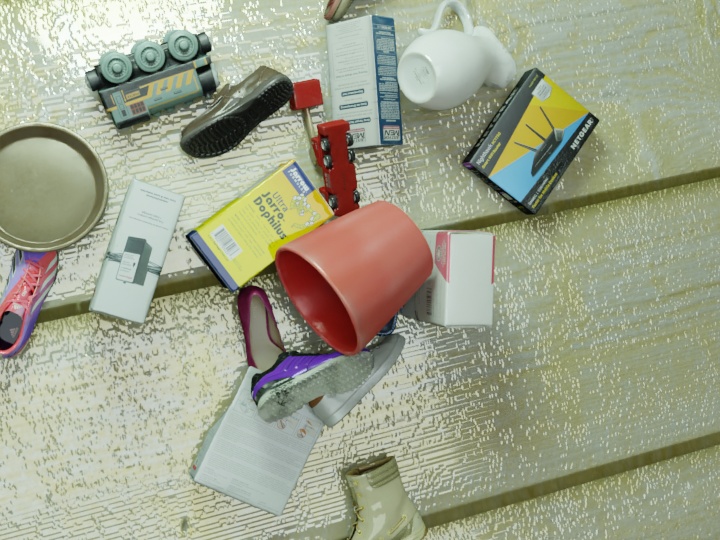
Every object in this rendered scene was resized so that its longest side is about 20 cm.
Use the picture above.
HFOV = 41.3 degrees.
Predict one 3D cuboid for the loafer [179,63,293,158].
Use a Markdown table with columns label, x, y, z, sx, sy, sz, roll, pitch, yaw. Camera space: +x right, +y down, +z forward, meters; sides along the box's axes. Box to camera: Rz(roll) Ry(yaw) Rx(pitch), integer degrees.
| label | x | y | z | sx | sy | sz | roll | pitch | yaw |
| --- | --- | --- | --- | --- | --- | --- | --- | --- | --- |
| loafer | -0.199 | -0.250 | 1.497 | 0.200 | 0.071 | 0.073 | -34 | 145 | -4 |

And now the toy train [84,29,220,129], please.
| label | x | y | z | sx | sy | sz | roll | pitch | yaw |
| --- | --- | --- | --- | --- | --- | --- | --- | --- | --- |
| toy train | -0.313 | -0.294 | 1.455 | 0.200 | 0.085 | 0.114 | -23 | 111 | -14 |

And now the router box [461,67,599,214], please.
| label | x | y | z | sx | sy | sz | roll | pitch | yaw |
| --- | --- | --- | --- | --- | --- | --- | --- | --- | --- |
| router box | 0.288 | -0.217 | 1.619 | 0.149 | 0.051 | 0.200 | 36 | 84 | -12 |

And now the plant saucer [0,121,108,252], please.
| label | x | y | z | sx | sy | sz | roll | pitch | yaw |
| --- | --- | --- | --- | --- | --- | --- | --- | --- | --- |
| plant saucer | -0.479 | -0.123 | 1.425 | 0.199 | 0.029 | 0.201 | 3 | 79 | -15 |

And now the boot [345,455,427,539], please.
| label | x | y | z | sx | sy | sz | roll | pitch | yaw |
| --- | --- | --- | --- | --- | --- | --- | --- | --- | --- |
| boot | -0.003 | 0.408 | 1.569 | 0.200 | 0.073 | 0.156 | -24 | 99 | -13 |

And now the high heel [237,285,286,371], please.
| label | x | y | z | sx | sy | sz | roll | pitch | yaw |
| --- | --- | --- | --- | --- | --- | --- | --- | --- | --- |
| high heel | -0.146 | 0.118 | 1.506 | 0.067 | 0.096 | 0.201 | -14 | 96 | -13 |

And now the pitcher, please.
| label | x | y | z | sx | sy | sz | roll | pitch | yaw |
| --- | --- | --- | --- | --- | --- | --- | --- | --- | --- |
| pitcher | 0.139 | -0.349 | 1.529 | 0.200 | 0.121 | 0.172 | -27 | 83 | -42 |

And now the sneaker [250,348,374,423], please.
| label | x | y | z | sx | sy | sz | roll | pitch | yaw |
| --- | --- | --- | --- | --- | --- | --- | --- | --- | --- |
| sneaker | -0.080 | 0.152 | 1.478 | 0.200 | 0.100 | 0.070 | -21 | 127 | -15 |

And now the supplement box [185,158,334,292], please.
| label | x | y | z | sx | sy | sz | roll | pitch | yaw |
| --- | --- | --- | --- | --- | --- | --- | --- | --- | --- |
| supplement box | -0.158 | -0.070 | 1.486 | 0.200 | 0.109 | 0.110 | -38 | 101 | -9 |

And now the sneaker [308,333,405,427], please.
| label | x | y | z | sx | sy | sz | roll | pitch | yaw |
| --- | --- | --- | --- | --- | --- | --- | --- | --- | --- |
| sneaker | -0.009 | 0.155 | 1.542 | 0.085 | 0.073 | 0.200 | 47 | 63 | -1 |

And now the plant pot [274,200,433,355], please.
| label | x | y | z | sx | sy | sz | roll | pitch | yaw |
| --- | --- | --- | --- | --- | --- | --- | --- | --- | --- |
| plant pot | 0.000 | 0.000 | 1.430 | 0.177 | 0.200 | 0.201 | -36 | 101 | -21 |

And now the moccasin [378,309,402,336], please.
| label | x | y | z | sx | sy | sz | roll | pitch | yaw |
| --- | --- | --- | --- | --- | --- | --- | --- | --- | --- |
| moccasin | 0.026 | 0.010 | 1.557 | 0.080 | 0.068 | 0.201 | -10 | 95 | -13 |

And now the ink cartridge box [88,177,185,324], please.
| label | x | y | z | sx | sy | sz | roll | pitch | yaw |
| --- | --- | --- | --- | --- | --- | --- | --- | --- | --- |
| ink cartridge box | -0.335 | -0.029 | 1.426 | 0.083 | 0.147 | 0.201 | 19 | 89 | -15 |

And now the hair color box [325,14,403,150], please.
| label | x | y | z | sx | sy | sz | roll | pitch | yaw |
| --- | --- | --- | --- | --- | --- | --- | --- | --- | --- |
| hair color box | 0.006 | -0.294 | 1.516 | 0.060 | 0.100 | 0.201 | -8 | 96 | -47 |

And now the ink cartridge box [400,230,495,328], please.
| label | x | y | z | sx | sy | sz | roll | pitch | yaw |
| --- | --- | --- | --- | --- | --- | --- | --- | --- | --- |
| ink cartridge box | 0.134 | 0.009 | 1.518 | 0.083 | 0.200 | 0.147 | 0 | 93 | -18 |

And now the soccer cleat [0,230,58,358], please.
| label | x | y | z | sx | sy | sz | roll | pitch | yaw |
| --- | --- | --- | --- | --- | --- | --- | --- | --- | --- |
| soccer cleat | -0.501 | 0.035 | 1.424 | 0.068 | 0.073 | 0.201 | 19 | 87 | -13 |

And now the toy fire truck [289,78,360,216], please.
| label | x | y | z | sx | sy | sz | roll | pitch | yaw |
| --- | --- | --- | --- | --- | --- | --- | --- | --- | --- |
| toy fire truck | -0.058 | -0.194 | 1.505 | 0.049 | 0.141 | 0.201 | -15 | 112 | -20 |

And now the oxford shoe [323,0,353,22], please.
| label | x | y | z | sx | sy | sz | roll | pitch | yaw |
| --- | --- | --- | --- | --- | --- | --- | --- | --- | --- |
| oxford shoe | 0.017 | -0.470 | 1.531 | 0.075 | 0.070 | 0.200 | 38 | 85 | -18 |

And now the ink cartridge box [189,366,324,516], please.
| label | x | y | z | sx | sy | sz | roll | pitch | yaw |
| --- | --- | --- | --- | --- | --- | --- | --- | --- | --- |
| ink cartridge box | -0.160 | 0.272 | 1.533 | 0.162 | 0.050 | 0.200 | 28 | 82 | -19 |
